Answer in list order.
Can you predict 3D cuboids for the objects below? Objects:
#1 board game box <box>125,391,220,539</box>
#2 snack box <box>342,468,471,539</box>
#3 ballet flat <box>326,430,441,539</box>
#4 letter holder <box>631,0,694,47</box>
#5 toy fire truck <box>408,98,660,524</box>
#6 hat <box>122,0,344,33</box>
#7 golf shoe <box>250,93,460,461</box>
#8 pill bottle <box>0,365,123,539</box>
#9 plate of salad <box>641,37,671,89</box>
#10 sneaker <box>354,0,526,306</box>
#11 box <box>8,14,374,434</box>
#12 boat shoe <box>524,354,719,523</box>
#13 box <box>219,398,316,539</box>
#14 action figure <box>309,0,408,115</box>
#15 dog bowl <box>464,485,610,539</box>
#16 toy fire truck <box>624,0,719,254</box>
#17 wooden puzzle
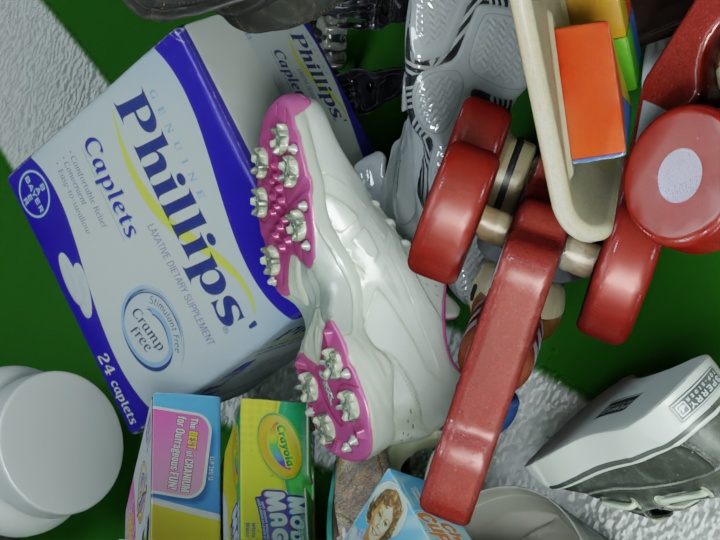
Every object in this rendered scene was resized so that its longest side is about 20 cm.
[{"bbox_3d":[-0.109,0.193,1.571,0.153,0.040,0.201,109,163,-58],"label":"board game box"},{"bbox_3d":[0.031,0.202,1.340,0.116,0.037,0.200,-58,33,19],"label":"snack box"},{"bbox_3d":[0.017,0.094,1.507,0.067,0.068,0.200,-22,39,14],"label":"ballet flat"},{"bbox_3d":[0.122,-0.193,1.406,0.143,0.100,0.200,-65,18,-11],"label":"letter holder"},{"bbox_3d":[0.074,0.019,1.367,0.200,0.112,0.169,-66,-5,-70],"label":"toy fire truck"},{"bbox_3d":[-0.039,-0.191,1.545,0.200,0.081,0.201,-25,37,20],"label":"hat"},{"bbox_3d":[0.000,0.000,1.470,0.075,0.091,0.201,-29,73,62],"label":"golf shoe"},{"bbox_3d":[-0.250,0.126,1.859,0.200,0.116,0.116,-16,61,54],"label":"pill bottle"},{"bbox_3d":[0.208,-0.144,1.355,0.200,0.048,0.200,-48,26,33],"label":"plate of salad"},{"bbox_3d":[0.041,-0.081,1.506,0.115,0.075,0.201,13,113,62],"label":"sneaker"},{"bbox_3d":[-0.088,-0.032,1.631,0.200,0.105,0.184,-36,77,43],"label":"box"},{"bbox_3d":[0.136,0.091,1.312,0.071,0.064,0.200,-40,3,-15],"label":"boat shoe"},{"bbox_3d":[-0.056,0.156,1.530,0.200,0.048,0.118,113,159,-56],"label":"box"},{"bbox_3d":[-0.050,-0.152,1.714,0.200,0.102,0.119,15,98,57],"label":"action figure"},{"bbox_3d":[0.075,0.210,1.358,0.200,0.059,0.201,-32,48,45],"label":"dog bowl"},{"bbox_3d":[0.212,-0.078,1.210,0.200,0.112,0.169,9,84,43],"label":"toy fire truck"},{"bbox_3d":[0.096,-0.136,1.261,0.046,0.201,0.185,-13,20,14],"label":"wooden puzzle"}]
